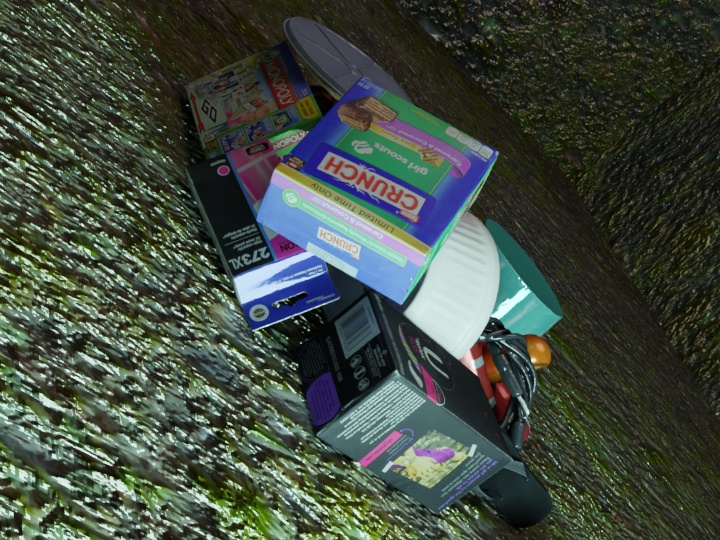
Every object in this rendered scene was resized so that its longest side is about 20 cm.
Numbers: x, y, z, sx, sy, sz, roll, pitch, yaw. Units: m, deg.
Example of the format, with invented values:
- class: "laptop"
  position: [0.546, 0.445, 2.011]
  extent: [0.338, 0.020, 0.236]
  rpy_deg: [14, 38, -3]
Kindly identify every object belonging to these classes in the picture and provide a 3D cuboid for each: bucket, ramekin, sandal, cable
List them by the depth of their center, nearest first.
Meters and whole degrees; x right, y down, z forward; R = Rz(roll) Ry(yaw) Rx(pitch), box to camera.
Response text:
- class: "ramekin"
  position: [0.044, 0.009, 1.336]
  extent: [0.094, 0.202, 0.204]
  rpy_deg: [29, 27, -44]
- class: "sandal"
  position: [0.154, 0.227, 1.383]
  extent: [0.200, 0.076, 0.043]
  rpy_deg: [42, 17, -31]
- class: "cable"
  position: [0.119, 0.122, 1.413]
  extent: [0.199, 0.165, 0.051]
  rpy_deg: [32, -18, -17]
- class: "bucket"
  position: [0.183, 0.035, 1.772]
  extent: [0.207, 0.134, 0.208]
  rpy_deg: [46, 15, -16]

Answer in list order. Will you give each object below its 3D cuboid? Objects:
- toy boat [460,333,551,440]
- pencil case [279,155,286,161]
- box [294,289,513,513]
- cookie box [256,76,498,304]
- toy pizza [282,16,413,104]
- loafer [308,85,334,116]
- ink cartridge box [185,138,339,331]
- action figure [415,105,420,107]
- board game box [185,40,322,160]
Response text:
- class: "toy boat"
  position: [0.170, 0.116, 1.514]
  extent: [0.131, 0.129, 0.202]
  rpy_deg: [-58, 131, -72]
- class: "pencil case"
  position: [-0.085, -0.112, 1.457]
  extent: [0.089, 0.088, 0.200]
  rpy_deg: [55, 16, 14]
- class: "box"
  position: [0.044, 0.133, 1.234]
  extent: [0.200, 0.106, 0.123]
  rpy_deg: [39, 21, -38]
- class: "cookie box"
  position: [0.020, -0.084, 1.231]
  extent: [0.170, 0.076, 0.200]
  rpy_deg: [29, 44, 8]
- class: "toy pizza"
  position: [-0.015, -0.224, 1.458]
  extent: [0.199, 0.032, 0.201]
  rpy_deg: [34, 21, -15]
- class: "loafer"
  position: [-0.006, -0.155, 1.497]
  extent: [0.199, 0.072, 0.063]
  rpy_deg: [30, 22, -47]
- class: "ink cartridge box"
  position: [-0.100, -0.039, 1.238]
  extent: [0.037, 0.094, 0.201]
  rpy_deg: [88, -21, -56]
- class: "action figure"
  position: [0.052, -0.147, 1.872]
  extent: [0.118, 0.101, 0.203]
  rpy_deg: [29, -49, 51]
- class: "board game box"
  position: [-0.120, -0.181, 1.390]
  extent: [0.201, 0.133, 0.029]
  rpy_deg: [-115, -179, -54]
